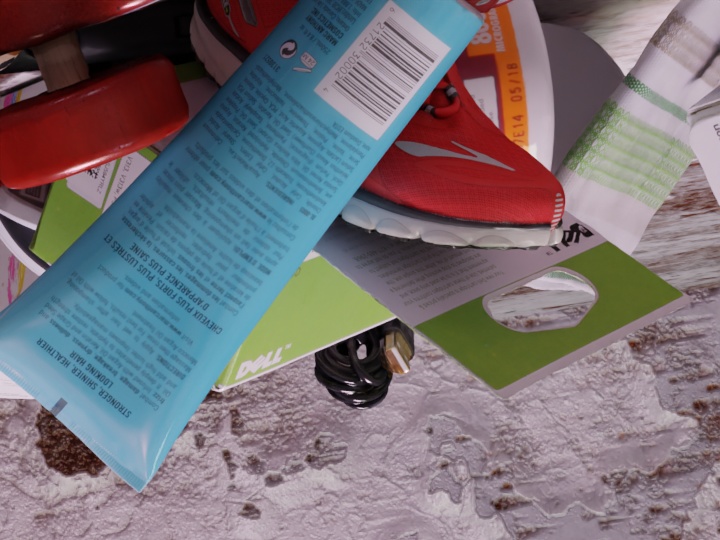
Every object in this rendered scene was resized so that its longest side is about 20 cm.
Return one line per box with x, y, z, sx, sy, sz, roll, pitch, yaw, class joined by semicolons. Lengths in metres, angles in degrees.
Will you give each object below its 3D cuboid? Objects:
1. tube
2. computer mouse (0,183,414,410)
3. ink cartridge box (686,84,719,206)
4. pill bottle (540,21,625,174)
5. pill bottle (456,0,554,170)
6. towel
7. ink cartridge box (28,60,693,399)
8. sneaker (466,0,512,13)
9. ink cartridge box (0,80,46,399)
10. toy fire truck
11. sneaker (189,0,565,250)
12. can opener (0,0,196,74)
-0.041;-0.024;0.771;0.200;0.077;0.050;-49;178;7;tube
-0.072;-0.003;0.946;0.200;0.110;0.044;20;121;-13;computer mouse
0.265;-0.060;1.120;0.084;0.144;0.200;-17;-166;47;ink cartridge box
0.088;-0.070;1.217;0.112;0.112;0.200;-9;174;-4;pill bottle
-0.022;-0.073;1.029;0.200;0.114;0.114;-9;174;-9;pill bottle
0.149;-0.073;1.100;0.200;0.031;0.149;-55;163;10;towel
0.000;0.000;0.863;0.148;0.200;0.076;-21;141;-53;ink cartridge box
0.038;-0.134;0.775;0.112;0.071;0.200;-19;171;41;sneaker
-0.137;-0.022;1.161;0.200;0.145;0.085;-15;165;41;ink cartridge box
-0.115;-0.095;0.801;0.200;0.112;0.168;-15;-168;34;toy fire truck
0.004;-0.077;0.824;0.077;0.085;0.200;-6;-143;-41;sneaker
-0.146;-0.092;0.932;0.200;0.079;0.063;0;-178;1;can opener
